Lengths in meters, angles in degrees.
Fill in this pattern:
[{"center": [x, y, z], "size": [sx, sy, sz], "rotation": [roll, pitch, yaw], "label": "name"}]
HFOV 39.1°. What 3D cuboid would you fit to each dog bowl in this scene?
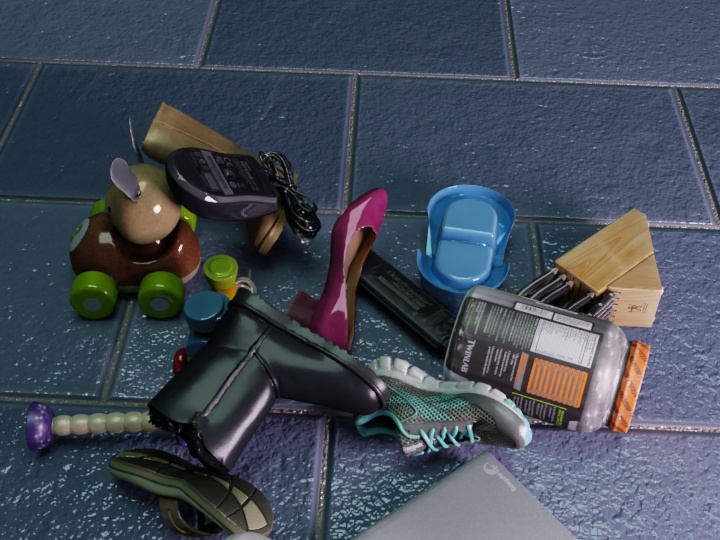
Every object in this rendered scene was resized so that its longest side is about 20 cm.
[{"center": [0.131, -0.026, 1.258], "size": [0.111, 0.050, 0.201], "rotation": [8, 45, 7], "label": "dog bowl"}]

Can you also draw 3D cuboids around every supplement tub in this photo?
[{"center": [0.197, 0.098, 1.078], "size": [0.199, 0.123, 0.123], "rotation": [16, 46, 14], "label": "supplement tub"}]

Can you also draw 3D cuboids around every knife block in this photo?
[{"center": [0.264, 0.008, 1.214], "size": [0.174, 0.064, 0.201], "rotation": [4, 44, 2], "label": "knife block"}]

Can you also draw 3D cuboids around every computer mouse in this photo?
[{"center": [-0.149, -0.090, 1.193], "size": [0.199, 0.053, 0.139], "rotation": [5, 47, -43], "label": "computer mouse"}]

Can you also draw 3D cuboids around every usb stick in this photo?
[{"center": [0.047, 0.031, 1.210], "size": [0.055, 0.033, 0.200], "rotation": [-25, 49, -34], "label": "usb stick"}]

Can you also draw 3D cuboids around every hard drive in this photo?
[{"center": [0.091, 0.271, 0.959], "size": [0.199, 0.033, 0.140], "rotation": [-27, 50, -27], "label": "hard drive"}]

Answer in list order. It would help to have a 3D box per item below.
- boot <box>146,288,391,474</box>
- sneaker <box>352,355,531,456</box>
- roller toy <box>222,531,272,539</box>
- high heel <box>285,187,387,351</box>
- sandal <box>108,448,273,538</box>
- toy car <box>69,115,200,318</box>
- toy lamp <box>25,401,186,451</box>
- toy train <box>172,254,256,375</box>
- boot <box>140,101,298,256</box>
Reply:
[{"center": [-0.092, 0.135, 1.012], "size": [0.199, 0.076, 0.169], "rotation": [32, 68, 3], "label": "boot"}, {"center": [0.078, 0.159, 1.047], "size": [0.199, 0.078, 0.091], "rotation": [11, 50, 33], "label": "sneaker"}, {"center": [-0.075, 0.316, 0.803], "size": [0.139, 0.200, 0.183], "rotation": [20, 82, 19], "label": "roller toy"}, {"center": [0.000, 0.000, 1.180], "size": [0.096, 0.067, 0.201], "rotation": [26, 82, 33], "label": "high heel"}, {"center": [-0.165, 0.225, 0.986], "size": [0.200, 0.058, 0.080], "rotation": [13, 5, 35], "label": "sandal"}, {"center": [-0.272, -0.071, 1.185], "size": [0.157, 0.201, 0.165], "rotation": [0, 43, -2], "label": "toy car"}, {"center": [-0.241, 0.157, 1.054], "size": [0.198, 0.058, 0.058], "rotation": [0, 44, -2], "label": "toy lamp"}, {"center": [-0.154, 0.027, 1.147], "size": [0.084, 0.116, 0.201], "rotation": [6, 44, 5], "label": "toy train"}, {"center": [-0.185, -0.115, 1.277], "size": [0.199, 0.066, 0.176], "rotation": [27, 30, -15], "label": "boot"}]
